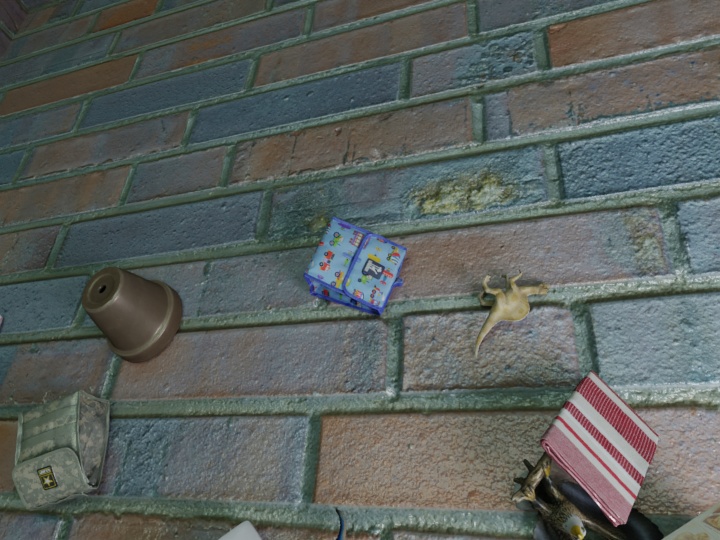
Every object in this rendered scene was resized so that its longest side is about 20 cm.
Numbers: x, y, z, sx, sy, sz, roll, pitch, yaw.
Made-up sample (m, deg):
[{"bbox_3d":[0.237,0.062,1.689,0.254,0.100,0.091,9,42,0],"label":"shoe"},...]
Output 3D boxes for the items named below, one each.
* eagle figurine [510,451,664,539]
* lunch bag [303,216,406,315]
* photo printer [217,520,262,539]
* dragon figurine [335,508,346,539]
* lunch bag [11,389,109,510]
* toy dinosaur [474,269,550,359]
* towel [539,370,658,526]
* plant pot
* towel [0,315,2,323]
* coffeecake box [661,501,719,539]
[{"bbox_3d":[0.311,0.370,0.780,0.200,0.150,0.153,44,124,7],"label":"eagle figurine"},{"bbox_3d":[0.000,0.000,1.151,0.194,0.095,0.154,19,66,17],"label":"lunch bag"},{"bbox_3d":[-0.192,0.532,0.864,0.163,0.071,0.199,-24,46,-35],"label":"photo printer"},{"bbox_3d":[-0.053,0.488,0.854,0.095,0.059,0.207,-2,62,-14],"label":"dragon figurine"},{"bbox_3d":[-0.632,0.384,1.144,0.159,0.118,0.206,-19,60,8],"label":"lunch bag"},{"bbox_3d":[0.263,0.062,1.010,0.198,0.059,0.102,-38,55,-4],"label":"toy dinosaur"},{"bbox_3d":[0.354,0.249,0.793,0.144,0.023,0.197,47,45,15],"label":"towel"},{"bbox_3d":[-0.541,0.083,1.253,0.193,0.176,0.206,-10,55,15],"label":"plant pot"},{"bbox_3d":[-1.085,0.208,1.488,0.193,0.030,0.151,-15,55,14],"label":"towel"},{"bbox_3d":[0.431,0.413,0.669,0.196,0.073,0.157,-31,93,0],"label":"coffeecake box"}]
